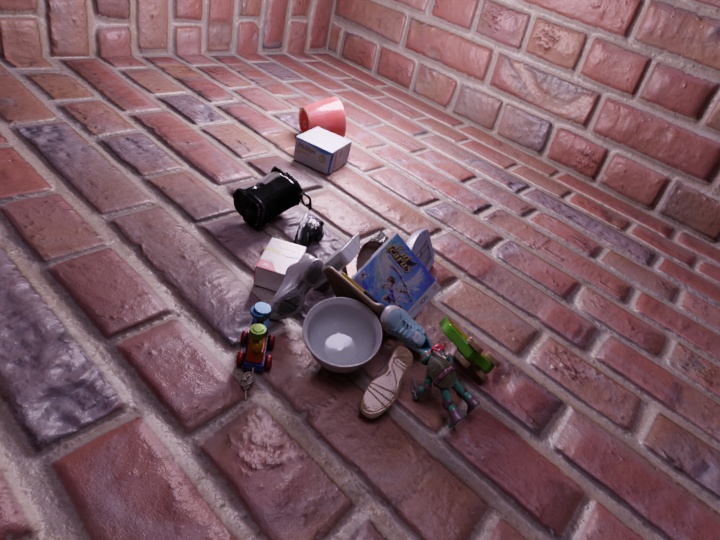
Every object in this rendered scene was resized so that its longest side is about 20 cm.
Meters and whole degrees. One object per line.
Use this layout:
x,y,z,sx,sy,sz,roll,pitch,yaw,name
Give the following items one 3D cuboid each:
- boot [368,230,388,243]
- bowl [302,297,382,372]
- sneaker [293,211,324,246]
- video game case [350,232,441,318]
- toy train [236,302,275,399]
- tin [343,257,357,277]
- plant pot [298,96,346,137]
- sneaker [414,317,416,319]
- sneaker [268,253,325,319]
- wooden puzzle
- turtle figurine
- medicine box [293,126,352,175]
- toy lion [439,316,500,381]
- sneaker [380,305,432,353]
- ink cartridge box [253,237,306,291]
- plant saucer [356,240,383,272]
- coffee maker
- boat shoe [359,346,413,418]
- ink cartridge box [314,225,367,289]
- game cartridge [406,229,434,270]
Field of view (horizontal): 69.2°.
0.109,-0.089,1.736,0.131,0.068,0.198,45,42,13,boot
-0.047,0.174,1.278,0.193,0.092,0.206,5,47,-5,bowl
-0.160,-0.123,1.692,0.085,0.077,0.202,20,33,-5,sneaker
0.097,0.036,1.426,0.181,0.045,0.201,-44,99,-13,video game case
-0.238,0.176,1.187,0.081,0.119,0.203,9,34,-9,toy train
0.000,0.000,1.616,0.108,0.043,0.203,10,35,-17,tin
-0.182,-0.684,2.395,0.172,0.206,0.202,-15,43,-24,plant pot
0.092,0.061,1.484,0.074,0.080,0.203,-33,90,-38,sneaker
-0.180,0.041,1.386,0.201,0.078,0.099,-47,40,-6,sneaker
0.000,0.078,1.387,0.197,0.187,0.037,34,72,27,wooden puzzle
0.191,0.262,1.249,0.147,0.101,0.202,-32,69,-12,turtle figurine
-0.160,-0.512,2.218,0.178,0.106,0.200,26,35,14,medicine box
0.268,0.187,1.370,0.199,0.069,0.192,37,10,-48,toy lion
0.127,0.153,1.327,0.081,0.076,0.199,20,-12,45,sneaker
-0.228,-0.026,1.524,0.112,0.069,0.202,15,34,-1,ink cartridge box
0.052,0.014,1.538,0.197,0.032,0.207,25,55,-40,plant saucer
-0.291,-0.235,1.719,0.187,0.139,0.200,16,38,27,coffee maker
0.060,0.271,1.230,0.071,0.066,0.202,31,54,8,boat shoe
-0.055,-0.041,1.542,0.048,0.159,0.200,50,36,-5,ink cartridge box
0.189,-0.050,1.686,0.040,0.137,0.200,-10,21,29,game cartridge
